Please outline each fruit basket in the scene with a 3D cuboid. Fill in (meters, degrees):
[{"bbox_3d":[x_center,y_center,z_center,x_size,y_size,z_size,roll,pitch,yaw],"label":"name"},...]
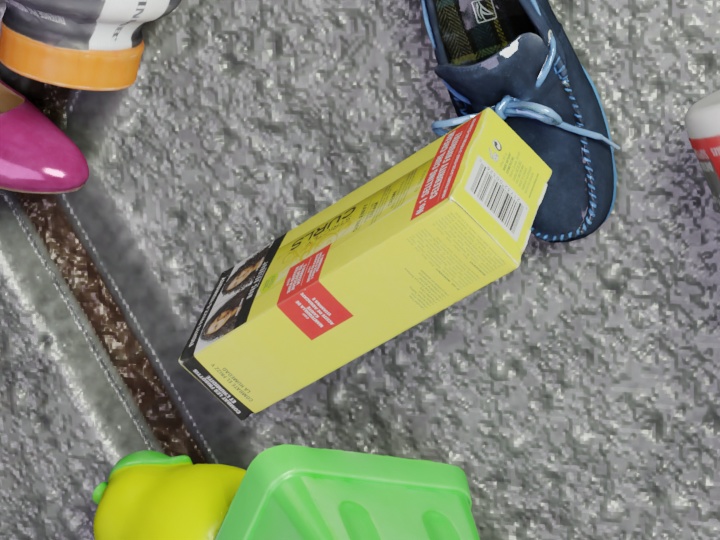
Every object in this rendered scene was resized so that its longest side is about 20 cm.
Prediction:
[{"bbox_3d":[-0.046,0.170,1.174,0.215,0.155,0.216,-20,65,52],"label":"fruit basket"}]

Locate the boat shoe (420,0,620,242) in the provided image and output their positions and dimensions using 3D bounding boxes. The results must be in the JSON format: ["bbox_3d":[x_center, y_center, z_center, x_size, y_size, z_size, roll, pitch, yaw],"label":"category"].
[{"bbox_3d":[0.059,-0.101,1.084,0.084,0.069,0.200,-25,96,23],"label":"boat shoe"}]

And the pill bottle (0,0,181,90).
[{"bbox_3d":[-0.128,-0.192,1.105,0.106,0.106,0.200,17,109,14],"label":"pill bottle"}]

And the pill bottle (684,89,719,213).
[{"bbox_3d":[0.235,-0.001,1.025,0.114,0.114,0.200,-21,96,22],"label":"pill bottle"}]

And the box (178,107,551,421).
[{"bbox_3d":[0.000,0.000,1.096,0.050,0.075,0.200,44,133,-19],"label":"box"}]

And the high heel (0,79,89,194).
[{"bbox_3d":[-0.217,-0.117,1.178,0.200,0.067,0.096,32,123,23],"label":"high heel"}]
